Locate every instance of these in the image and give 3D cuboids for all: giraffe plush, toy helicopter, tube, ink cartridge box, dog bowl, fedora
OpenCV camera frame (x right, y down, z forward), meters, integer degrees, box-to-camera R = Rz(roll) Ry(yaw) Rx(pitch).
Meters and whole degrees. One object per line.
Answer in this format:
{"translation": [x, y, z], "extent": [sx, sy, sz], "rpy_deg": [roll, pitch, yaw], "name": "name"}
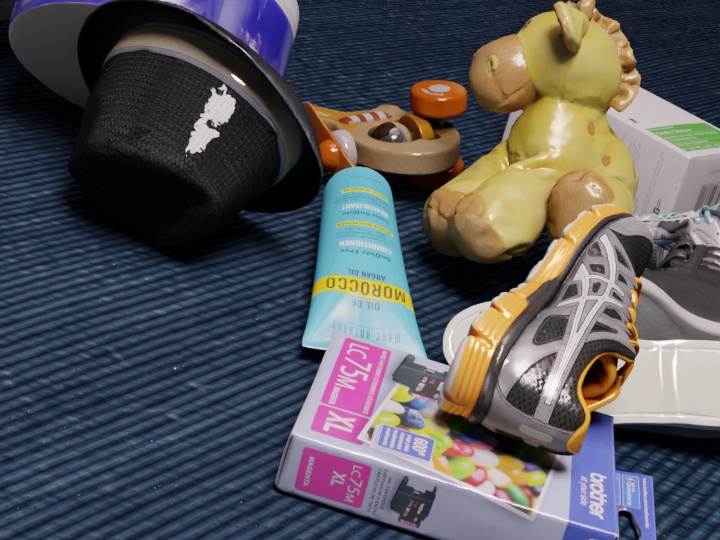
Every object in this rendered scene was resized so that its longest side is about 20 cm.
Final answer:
{"translation": [0.135, -0.104, 0.915], "extent": [0.197, 0.165, 0.172], "rpy_deg": [-10, 9, -14], "name": "giraffe plush"}
{"translation": [-0.016, -0.109, 1.052], "extent": [0.198, 0.080, 0.132], "rpy_deg": [16, 31, 26], "name": "toy helicopter"}
{"translation": [0.000, 0.000, 0.846], "extent": [0.076, 0.051, 0.201], "rpy_deg": [5, 31, -5], "name": "tube"}
{"translation": [0.065, 0.099, 0.680], "extent": [0.197, 0.042, 0.120], "rpy_deg": [19, 25, 2], "name": "ink cartridge box"}
{"translation": [-0.147, -0.173, 0.937], "extent": [0.197, 0.080, 0.200], "rpy_deg": [12, -19, 4], "name": "dog bowl"}
{"translation": [-0.123, -0.078, 0.834], "extent": [0.199, 0.202, 0.092], "rpy_deg": [25, 59, 19], "name": "fedora"}

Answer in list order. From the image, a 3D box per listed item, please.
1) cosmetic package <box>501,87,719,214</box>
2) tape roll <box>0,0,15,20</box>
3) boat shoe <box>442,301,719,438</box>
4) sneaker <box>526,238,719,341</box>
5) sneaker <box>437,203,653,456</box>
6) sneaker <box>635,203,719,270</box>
{"translation": [0.235, -0.110, 1.169], "extent": [0.107, 0.086, 0.199], "rpy_deg": [-11, 37, -41], "name": "cosmetic package"}
{"translation": [-0.324, -0.283, 1.020], "extent": [0.199, 0.142, 0.203], "rpy_deg": [-5, -1, 0], "name": "tape roll"}
{"translation": [0.145, 0.067, 0.794], "extent": [0.197, 0.074, 0.062], "rpy_deg": [9, -19, 0], "name": "boat shoe"}
{"translation": [0.194, 0.018, 0.875], "extent": [0.197, 0.071, 0.100], "rpy_deg": [17, 34, -14], "name": "sneaker"}
{"translation": [0.118, 0.034, 0.707], "extent": [0.077, 0.079, 0.200], "rpy_deg": [30, 44, 18], "name": "sneaker"}
{"translation": [0.254, -0.018, 0.982], "extent": [0.077, 0.087, 0.199], "rpy_deg": [-10, 35, -45], "name": "sneaker"}
